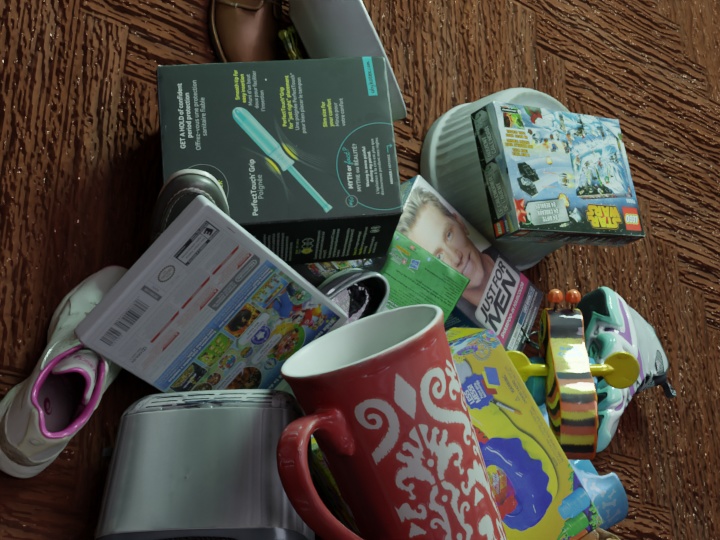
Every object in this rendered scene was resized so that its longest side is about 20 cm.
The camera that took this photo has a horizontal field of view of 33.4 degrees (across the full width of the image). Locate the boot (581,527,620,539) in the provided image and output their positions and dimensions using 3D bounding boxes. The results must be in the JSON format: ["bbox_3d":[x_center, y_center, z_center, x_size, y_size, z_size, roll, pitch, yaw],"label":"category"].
[{"bbox_3d":[0.159,0.296,1.146,0.199,0.074,0.156,26,93,-43],"label":"boot"}]

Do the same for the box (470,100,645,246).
[{"bbox_3d":[0.209,-0.098,1.260,0.199,0.040,0.138,2,72,-39],"label":"box"}]

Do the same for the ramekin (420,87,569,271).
[{"bbox_3d":[0.173,-0.106,1.329,0.199,0.105,0.202,15,65,-34],"label":"ramekin"}]

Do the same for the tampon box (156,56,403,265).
[{"bbox_3d":[-0.074,-0.091,1.057,0.198,0.126,0.151,-4,73,-7],"label":"tampon box"}]

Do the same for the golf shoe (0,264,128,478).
[{"bbox_3d":[-0.219,0.072,0.954,0.075,0.091,0.201,38,52,-20],"label":"golf shoe"}]

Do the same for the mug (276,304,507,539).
[{"bbox_3d":[0.016,0.153,0.936,0.176,0.133,0.202,-25,102,-20],"label":"mug"}]

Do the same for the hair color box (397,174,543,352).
[{"bbox_3d":[0.095,0.007,1.253,0.200,0.060,0.100,41,52,-19],"label":"hair color box"}]

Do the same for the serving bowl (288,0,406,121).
[{"bbox_3d":[-0.024,-0.230,1.191,0.065,0.200,0.201,-26,91,0],"label":"serving bowl"}]

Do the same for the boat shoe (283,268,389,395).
[{"bbox_3d":[-0.050,0.068,1.079,0.070,0.071,0.201,49,68,-11],"label":"boat shoe"}]

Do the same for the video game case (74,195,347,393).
[{"bbox_3d":[-0.113,0.043,0.966,0.143,0.018,0.200,-47,136,2],"label":"video game case"}]

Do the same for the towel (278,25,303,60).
[{"bbox_3d":[-0.029,-0.147,1.203,0.201,0.018,0.086,64,4,-2],"label":"towel"}]

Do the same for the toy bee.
[{"bbox_3d":[0.185,0.079,1.138,0.130,0.200,0.110,-12,125,-20],"label":"toy bee"}]

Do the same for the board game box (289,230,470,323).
[{"bbox_3d":[0.000,0.000,1.155,0.199,0.023,0.105,34,81,-14],"label":"board game box"}]

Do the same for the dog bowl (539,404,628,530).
[{"bbox_3d":[0.194,0.194,1.236,0.049,0.111,0.201,-37,98,-28],"label":"dog bowl"}]

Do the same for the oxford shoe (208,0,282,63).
[{"bbox_3d":[-0.106,-0.267,1.187,0.071,0.071,0.202,5,73,-41],"label":"oxford shoe"}]

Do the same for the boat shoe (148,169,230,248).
[{"bbox_3d":[-0.143,0.010,0.970,0.066,0.201,0.057,6,44,-14],"label":"boat shoe"}]

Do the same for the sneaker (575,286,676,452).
[{"bbox_3d":[0.309,0.130,1.370,0.139,0.078,0.202,28,58,-27],"label":"sneaker"}]

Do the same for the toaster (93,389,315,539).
[{"bbox_3d":[-0.111,0.171,0.951,0.198,0.114,0.130,-4,63,7],"label":"toaster"}]

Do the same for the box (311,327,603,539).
[{"bbox_3d":[0.074,0.187,1.079,0.192,0.122,0.201,-33,95,-11],"label":"box"}]
